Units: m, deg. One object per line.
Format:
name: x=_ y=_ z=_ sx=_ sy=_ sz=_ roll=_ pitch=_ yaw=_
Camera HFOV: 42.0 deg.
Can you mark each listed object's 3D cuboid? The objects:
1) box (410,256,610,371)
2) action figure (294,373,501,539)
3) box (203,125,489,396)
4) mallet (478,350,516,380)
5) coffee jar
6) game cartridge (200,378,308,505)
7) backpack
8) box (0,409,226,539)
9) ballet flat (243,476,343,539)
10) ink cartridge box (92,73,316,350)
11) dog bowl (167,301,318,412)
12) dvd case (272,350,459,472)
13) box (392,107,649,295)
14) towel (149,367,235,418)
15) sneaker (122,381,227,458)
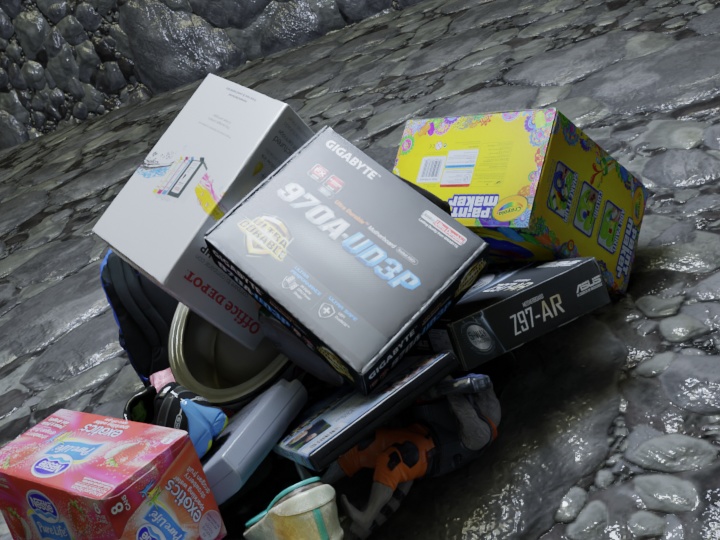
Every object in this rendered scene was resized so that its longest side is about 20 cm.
box: x=0.113 y=0.039 z=0.886 sx=0.158 sy=0.044 sz=0.199 roll=-23 pitch=6 yaw=-19
action figure: x=0.041 y=0.155 z=0.833 sx=0.191 sy=0.106 sz=0.200 roll=-25 pitch=1 yaw=-21
box: x=-0.013 y=-0.014 z=0.806 sx=0.199 sy=0.046 sz=0.159 roll=39 pitch=70 yaw=25
mallet: x=0.063 y=0.106 z=0.954 sx=0.197 sy=0.042 sz=0.066 roll=-22 pitch=23 yaw=14
coffee jar: x=0.000 y=0.000 z=0.874 sx=0.103 sy=0.086 sz=0.201 roll=27 pitch=65 yaw=21
game cartridge: x=-0.136 y=0.183 z=0.878 sx=0.200 sy=0.041 sz=0.133 roll=-39 pitch=4 yaw=46
backpack: x=-0.232 y=0.030 z=1.168 sx=0.160 sy=0.203 sz=0.168 roll=-24 pitch=19 yaw=-2
box: x=-0.218 y=0.190 z=0.784 sx=0.198 sy=0.101 sz=0.095 roll=0 pitch=24 yaw=42
ballet flat: x=-0.055 y=0.215 z=0.759 sx=0.066 sy=0.063 sz=0.200 roll=-20 pitch=-14 yaw=-17
ink cartridge box: x=-0.128 y=-0.057 z=0.925 sx=0.144 sy=0.147 sz=0.202 roll=28 pitch=80 yaw=44
dog bowl: x=-0.105 y=0.059 z=0.985 sx=0.197 sy=0.074 sz=0.203 roll=-19 pitch=51 yaw=25
dvd case: x=-0.004 y=0.117 z=0.807 sx=0.142 sy=0.018 sz=0.200 roll=-34 pitch=2 yaw=-16
box: x=0.163 y=-0.068 z=0.989 sx=0.198 sy=0.191 sz=0.124 roll=4 pitch=74 yaw=47
towel: x=-0.145 y=0.117 z=1.046 sx=0.198 sy=0.023 sz=0.145 roll=-34 pitch=40 yaw=4
sneaker: x=-0.189 y=0.151 z=0.885 sx=0.071 sy=0.083 sz=0.199 roll=-48 pitch=4 yaw=-36
